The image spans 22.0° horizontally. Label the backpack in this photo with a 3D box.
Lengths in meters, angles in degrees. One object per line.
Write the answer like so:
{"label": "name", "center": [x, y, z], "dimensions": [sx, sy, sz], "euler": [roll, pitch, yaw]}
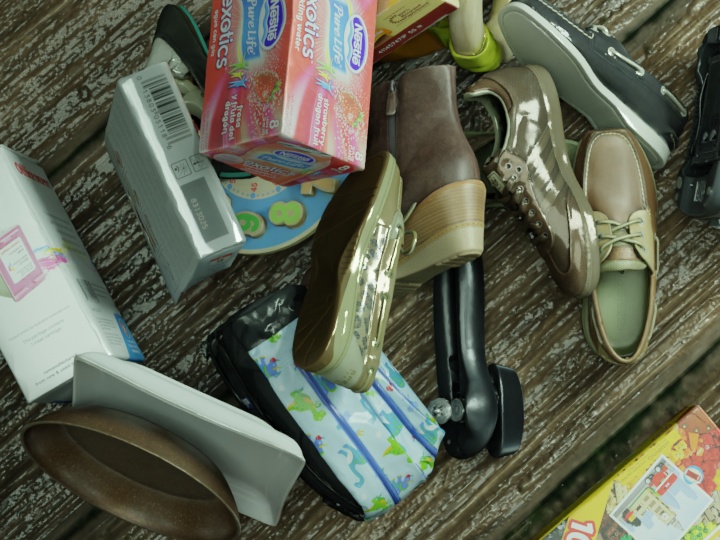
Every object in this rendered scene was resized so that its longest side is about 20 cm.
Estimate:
{"label": "backpack", "center": [-0.025, 0.112, 1.533], "dimensions": [0.153, 0.163, 0.201], "euler": [-25, 85, -15]}

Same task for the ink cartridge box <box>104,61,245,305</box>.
{"label": "ink cartridge box", "center": [-0.157, -0.066, 1.541], "dimensions": [0.050, 0.200, 0.163], "euler": [-23, 84, -13]}

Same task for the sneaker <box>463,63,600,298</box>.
{"label": "sneaker", "center": [0.137, -0.069, 1.528], "dimensions": [0.075, 0.070, 0.202], "euler": [-11, 79, -17]}

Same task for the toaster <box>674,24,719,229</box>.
{"label": "toaster", "center": [0.346, -0.126, 1.541], "dimensions": [0.128, 0.114, 0.202], "euler": [10, 86, -10]}

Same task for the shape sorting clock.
{"label": "shape sorting clock", "center": [-0.085, -0.114, 1.584], "dimensions": [0.199, 0.039, 0.202], "euler": [-7, 78, 32]}

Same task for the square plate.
{"label": "square plate", "center": [-0.144, 0.136, 1.519], "dimensions": [0.197, 0.200, 0.029], "euler": [24, 65, 0]}

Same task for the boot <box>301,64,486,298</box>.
{"label": "boot", "center": [0.019, -0.067, 1.564], "dimensions": [0.199, 0.072, 0.168], "euler": [-21, 72, 36]}

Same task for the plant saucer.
{"label": "plant saucer", "center": [-0.184, 0.163, 1.530], "dimensions": [0.199, 0.201, 0.037], "euler": [22, 64, 5]}

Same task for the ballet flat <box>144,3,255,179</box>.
{"label": "ballet flat", "center": [-0.143, -0.152, 1.559], "dimensions": [0.068, 0.068, 0.200], "euler": [-21, 53, -21]}

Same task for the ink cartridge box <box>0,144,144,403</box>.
{"label": "ink cartridge box", "center": [-0.275, 0.006, 1.562], "dimensions": [0.084, 0.145, 0.201], "euler": [-28, 84, 2]}

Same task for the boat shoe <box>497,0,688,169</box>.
{"label": "boat shoe", "center": [0.199, -0.170, 1.558], "dimensions": [0.200, 0.074, 0.061], "euler": [40, 71, -16]}

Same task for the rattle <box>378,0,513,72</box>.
{"label": "rattle", "center": [0.077, -0.276, 1.580], "dimensions": [0.142, 0.130, 0.202], "euler": [14, 111, 41]}

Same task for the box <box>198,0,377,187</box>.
{"label": "box", "center": [-0.054, -0.180, 1.474], "dimensions": [0.094, 0.102, 0.202], "euler": [-9, 69, 41]}

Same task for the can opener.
{"label": "can opener", "center": [0.087, 0.063, 1.584], "dimensions": [0.063, 0.078, 0.202], "euler": [-16, 79, 41]}

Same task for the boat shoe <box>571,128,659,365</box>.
{"label": "boat shoe", "center": [0.219, -0.017, 1.544], "dimensions": [0.075, 0.074, 0.202], "euler": [-7, 101, 0]}

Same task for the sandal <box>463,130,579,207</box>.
{"label": "sandal", "center": [0.104, -0.086, 1.585], "dimensions": [0.199, 0.057, 0.081], "euler": [-5, 84, 9]}

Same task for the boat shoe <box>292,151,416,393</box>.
{"label": "boat shoe", "center": [0.000, 0.000, 1.473], "dimensions": [0.062, 0.073, 0.201], "euler": [31, 62, -28]}

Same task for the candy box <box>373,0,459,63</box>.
{"label": "candy box", "center": [0.011, -0.285, 1.555], "dimensions": [0.115, 0.055, 0.202], "euler": [-28, 59, 36]}

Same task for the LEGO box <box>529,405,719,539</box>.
{"label": "LEGO box", "center": [0.250, 0.232, 1.542], "dimensions": [0.200, 0.077, 0.149], "euler": [-41, 84, 0]}
